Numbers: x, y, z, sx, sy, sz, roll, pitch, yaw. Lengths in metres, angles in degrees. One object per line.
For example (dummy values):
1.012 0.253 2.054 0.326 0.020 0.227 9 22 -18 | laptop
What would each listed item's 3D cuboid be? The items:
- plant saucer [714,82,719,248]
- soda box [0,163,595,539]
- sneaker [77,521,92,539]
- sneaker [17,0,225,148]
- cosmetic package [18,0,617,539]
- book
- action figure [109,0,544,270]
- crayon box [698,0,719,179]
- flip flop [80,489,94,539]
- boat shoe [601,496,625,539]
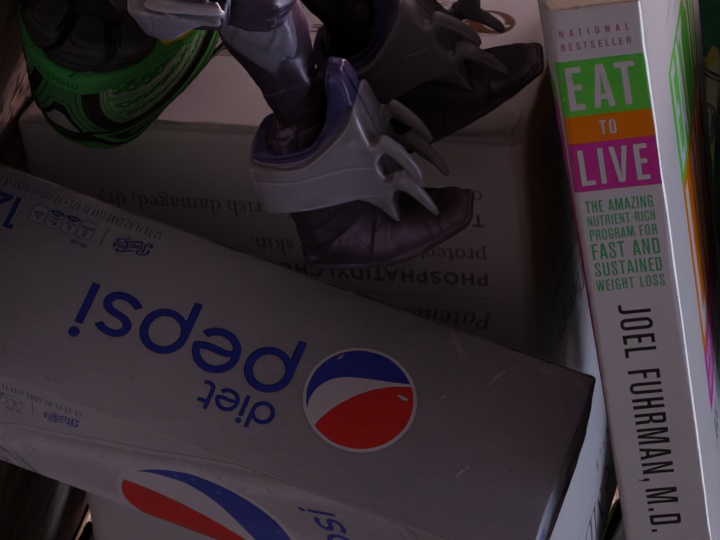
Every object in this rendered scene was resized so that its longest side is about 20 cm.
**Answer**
0.143 -0.046 0.856 0.201 0.038 0.202 6 90 -69 | plant saucer
-0.035 0.040 0.818 0.064 0.199 0.069 95 16 -61 | soda box
-0.104 0.157 1.069 0.200 0.074 0.089 -47 157 -43 | sneaker
-0.051 -0.123 0.839 0.200 0.078 0.085 -57 175 -31 | sneaker
0.000 0.000 0.938 0.168 0.165 0.201 -64 153 -54 | cosmetic package
0.081 -0.012 0.801 0.134 0.048 0.201 -78 160 -60 | book
-0.031 -0.091 0.725 0.200 0.069 0.131 48 41 -38 | action figure
0.147 -0.087 0.968 0.119 0.058 0.200 -54 150 -24 | crayon box
-0.090 0.031 1.033 0.081 0.057 0.201 11 83 -76 | flip flop
0.140 0.051 0.966 0.202 0.072 0.061 -58 -179 0 | boat shoe
